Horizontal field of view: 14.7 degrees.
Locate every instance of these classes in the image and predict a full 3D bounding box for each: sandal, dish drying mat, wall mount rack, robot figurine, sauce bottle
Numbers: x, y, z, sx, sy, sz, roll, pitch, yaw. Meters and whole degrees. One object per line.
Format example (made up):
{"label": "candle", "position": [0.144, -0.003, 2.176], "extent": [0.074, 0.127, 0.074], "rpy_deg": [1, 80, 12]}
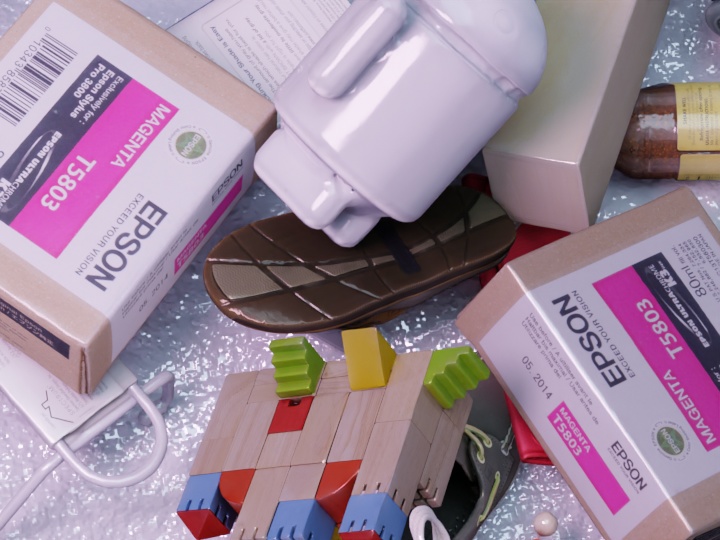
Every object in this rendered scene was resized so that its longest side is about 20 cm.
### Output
{"label": "sandal", "position": [0.000, 0.000, 1.679], "extent": [0.199, 0.055, 0.082], "rpy_deg": [-18, 59, -27]}
{"label": "dish drying mat", "position": [0.113, 0.030, 1.737], "extent": [0.077, 0.018, 0.201], "rpy_deg": [8, 56, -31]}
{"label": "wall mount rack", "position": [-0.215, 0.080, 1.688], "extent": [0.174, 0.075, 0.200], "rpy_deg": [-37, 74, -20]}
{"label": "robot figurine", "position": [0.029, -0.109, 1.623], "extent": [0.200, 0.170, 0.113], "rpy_deg": [-47, 65, 6]}
{"label": "sauce bottle", "position": [0.206, -0.090, 1.788], "extent": [0.199, 0.066, 0.066], "rpy_deg": [1, 67, 1]}

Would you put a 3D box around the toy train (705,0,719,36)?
{"label": "toy train", "position": [0.309, -0.170, 1.785], "extent": [0.199, 0.114, 0.086], "rpy_deg": [27, 66, -16]}

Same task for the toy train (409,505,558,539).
{"label": "toy train", "position": [0.071, 0.207, 1.610], "extent": [0.055, 0.200, 0.151], "rpy_deg": [-22, 66, 28]}

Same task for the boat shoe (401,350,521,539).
{"label": "boat shoe", "position": [0.053, 0.126, 1.689], "extent": [0.072, 0.060, 0.202], "rpy_deg": [26, 65, 6]}

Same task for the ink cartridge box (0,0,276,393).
{"label": "ink cartridge box", "position": [-0.170, -0.056, 1.665], "extent": [0.164, 0.075, 0.200], "rpy_deg": [32, 65, 10]}

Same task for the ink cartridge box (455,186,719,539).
{"label": "ink cartridge box", "position": [0.182, 0.067, 1.687], "extent": [0.164, 0.075, 0.200], "rpy_deg": [-23, 72, -38]}

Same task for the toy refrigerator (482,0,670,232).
{"label": "toy refrigerator", "position": [0.135, -0.129, 1.743], "extent": [0.070, 0.076, 0.201], "rpy_deg": [11, 60, 18]}

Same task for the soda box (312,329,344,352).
{"label": "soda box", "position": [0.014, -0.052, 1.760], "extent": [0.068, 0.063, 0.200], "rpy_deg": [28, 69, 6]}

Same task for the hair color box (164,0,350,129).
{"label": "hair color box", "position": [-0.089, -0.110, 1.778], "extent": [0.200, 0.061, 0.100], "rpy_deg": [-33, 74, -16]}

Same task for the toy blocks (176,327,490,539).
{"label": "toy blocks", "position": [-0.026, 0.122, 1.617], "extent": [0.199, 0.100, 0.137], "rpy_deg": [-8, 47, 34]}
